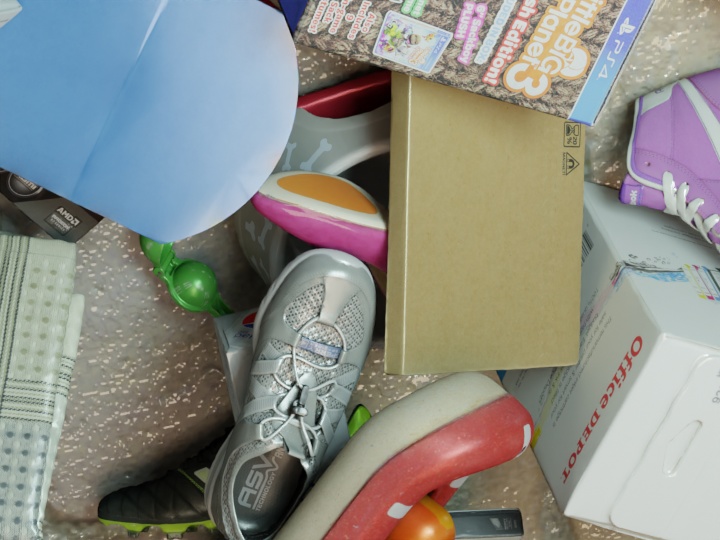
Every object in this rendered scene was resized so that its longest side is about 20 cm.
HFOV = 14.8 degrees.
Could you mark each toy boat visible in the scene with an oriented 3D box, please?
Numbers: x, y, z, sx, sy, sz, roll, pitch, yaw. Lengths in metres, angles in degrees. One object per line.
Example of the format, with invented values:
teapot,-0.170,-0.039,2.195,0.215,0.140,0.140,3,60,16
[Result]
toy boat,0.039,0.160,1.670,0.131,0.130,0.200,42,111,13

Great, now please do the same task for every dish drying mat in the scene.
dish drying mat,0.033,-0.101,1.779,0.199,0.018,0.077,-18,129,-2

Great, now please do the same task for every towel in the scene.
towel,-0.274,0.066,1.709,0.192,0.201,0.035,6,164,4

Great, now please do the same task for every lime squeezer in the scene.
lime squeezer,-0.101,-0.006,1.789,0.070,0.038,0.200,-10,130,16

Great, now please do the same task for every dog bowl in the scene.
dog bowl,0.022,-0.032,1.781,0.199,0.059,0.200,-8,131,-10

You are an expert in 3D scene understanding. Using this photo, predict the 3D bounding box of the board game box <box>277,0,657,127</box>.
board game box,0.052,-0.187,1.646,0.200,0.160,0.097,14,118,-21

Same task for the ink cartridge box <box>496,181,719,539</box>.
ink cartridge box,0.196,0.065,1.815,0.144,0.200,0.147,16,117,-22

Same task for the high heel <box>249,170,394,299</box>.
high heel,0.000,0.000,1.719,0.200,0.067,0.096,12,116,-41

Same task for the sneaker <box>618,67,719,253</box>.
sneaker,0.229,-0.032,1.780,0.114,0.201,0.073,-14,152,-2

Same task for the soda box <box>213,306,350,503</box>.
soda box,-0.039,0.122,1.771,0.068,0.063,0.200,-14,112,-5

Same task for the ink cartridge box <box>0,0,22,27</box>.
ink cartridge box,-0.320,-0.143,1.594,0.200,0.088,0.145,-39,91,10

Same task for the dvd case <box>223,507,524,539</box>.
dvd case,-0.002,0.200,1.910,0.199,0.025,0.150,-2,157,-13

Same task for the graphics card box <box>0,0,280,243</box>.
graphics card box,-0.154,-0.121,1.703,0.200,0.051,0.125,-39,122,13

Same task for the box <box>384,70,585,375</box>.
box,0.078,-0.038,1.708,0.163,0.021,0.201,-1,94,-44

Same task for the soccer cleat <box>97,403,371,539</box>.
soccer cleat,-0.082,0.135,1.879,0.199,0.068,0.081,-9,89,4

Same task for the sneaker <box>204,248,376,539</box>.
sneaker,-0.035,0.085,1.678,0.075,0.082,0.200,13,108,-14

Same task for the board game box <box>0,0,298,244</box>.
board game box,-0.137,-0.114,1.650,0.200,0.039,0.158,25,103,-4
